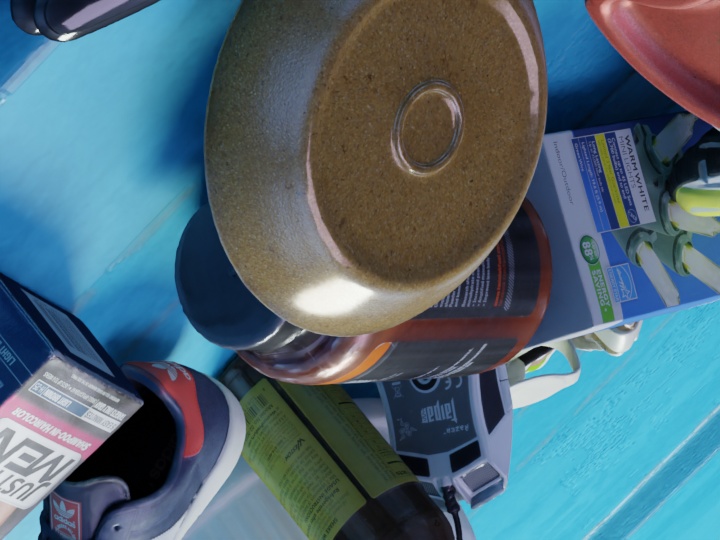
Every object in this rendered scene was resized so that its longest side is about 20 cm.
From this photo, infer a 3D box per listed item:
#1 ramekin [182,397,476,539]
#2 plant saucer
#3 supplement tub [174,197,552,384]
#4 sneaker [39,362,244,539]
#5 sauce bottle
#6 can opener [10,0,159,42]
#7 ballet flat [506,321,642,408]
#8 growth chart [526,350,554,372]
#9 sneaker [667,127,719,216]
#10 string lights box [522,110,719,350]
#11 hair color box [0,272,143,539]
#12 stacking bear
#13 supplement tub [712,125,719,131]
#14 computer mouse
[{"bbox_3d":[-0.025,0.170,1.632,0.202,0.094,0.203,-29,153,-16],"label":"ramekin"},{"bbox_3d":[0.020,-0.065,1.288,0.199,0.035,0.202,-14,112,-40],"label":"plant saucer"},{"bbox_3d":[0.000,0.000,1.399,0.200,0.107,0.107,0,133,-56],"label":"supplement tub"},{"bbox_3d":[-0.131,0.133,1.413,0.084,0.075,0.201,36,75,-59],"label":"sneaker"},{"bbox_3d":[0.002,0.123,1.488,0.065,0.200,0.065,-31,155,-16],"label":"sauce bottle"},{"bbox_3d":[-0.050,-0.146,1.166,0.199,0.079,0.063,-33,-167,-11],"label":"can opener"},{"bbox_3d":[0.108,0.028,1.608,0.199,0.073,0.073,-30,153,-26],"label":"ballet flat"},{"bbox_3d":[0.090,0.029,1.681,0.200,0.018,0.144,-51,154,19],"label":"growth chart"},{"bbox_3d":[0.258,-0.036,1.517,0.078,0.199,0.091,-75,159,-61],"label":"sneaker"},{"bbox_3d":[0.148,-0.027,1.562,0.059,0.103,0.199,-19,176,43],"label":"string lights box"},{"bbox_3d":[-0.201,0.097,1.319,0.200,0.061,0.100,-43,155,5],"label":"hair color box"},{"bbox_3d":[0.211,-0.165,1.336,0.114,0.121,0.200,47,61,-25],"label":"stacking bear"},{"bbox_3d":[0.259,-0.152,1.482,0.199,0.145,0.145,-26,151,-30],"label":"supplement tub"},{"bbox_3d":[0.052,0.085,1.526,0.109,0.201,0.044,-10,177,35],"label":"computer mouse"}]
